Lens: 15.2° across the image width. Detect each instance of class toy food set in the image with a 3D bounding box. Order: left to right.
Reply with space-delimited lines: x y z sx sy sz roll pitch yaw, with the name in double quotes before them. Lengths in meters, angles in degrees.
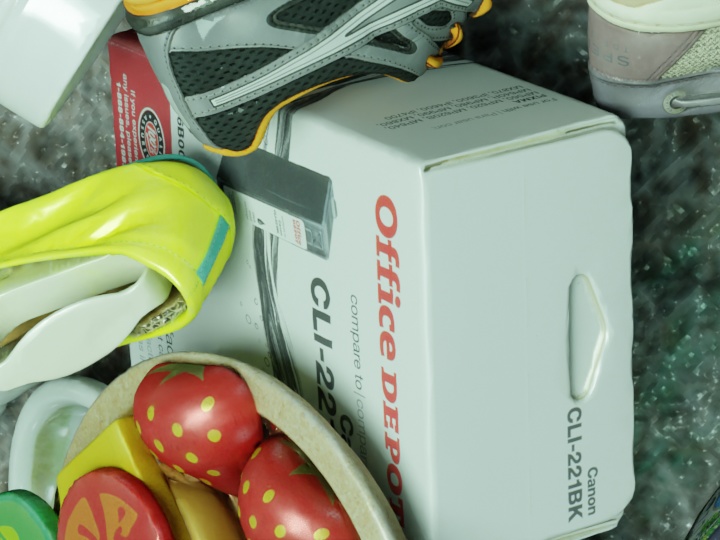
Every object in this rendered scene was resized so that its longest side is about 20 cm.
"toy food set" -0.049 0.128 0.889 0.198 0.048 0.201 -42 68 44

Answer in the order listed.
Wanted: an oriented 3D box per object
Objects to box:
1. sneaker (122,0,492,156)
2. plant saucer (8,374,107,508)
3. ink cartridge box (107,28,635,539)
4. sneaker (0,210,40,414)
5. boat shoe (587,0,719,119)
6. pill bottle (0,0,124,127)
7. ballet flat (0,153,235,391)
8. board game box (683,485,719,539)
"sneaker" 0.014 -0.101 0.857 0.199 0.078 0.078 -22 114 -19
"plant saucer" -0.070 0.132 1.031 0.200 0.050 0.201 35 134 48
"ink cartridge box" 0.000 0.000 0.924 0.200 0.083 0.145 25 123 51
"sneaker" -0.174 -0.010 0.997 0.080 0.074 0.200 -33 143 12
"boat shoe" 0.163 -0.087 0.883 0.199 0.072 0.065 -8 128 -20
"pill bottle" -0.162 -0.137 0.874 0.200 0.120 0.120 34 114 -5
"ballet flat" -0.133 0.019 0.904 0.199 0.067 0.067 -20 131 19
"board game box" 0.213 0.059 0.967 0.200 0.062 0.200 38 114 -2
